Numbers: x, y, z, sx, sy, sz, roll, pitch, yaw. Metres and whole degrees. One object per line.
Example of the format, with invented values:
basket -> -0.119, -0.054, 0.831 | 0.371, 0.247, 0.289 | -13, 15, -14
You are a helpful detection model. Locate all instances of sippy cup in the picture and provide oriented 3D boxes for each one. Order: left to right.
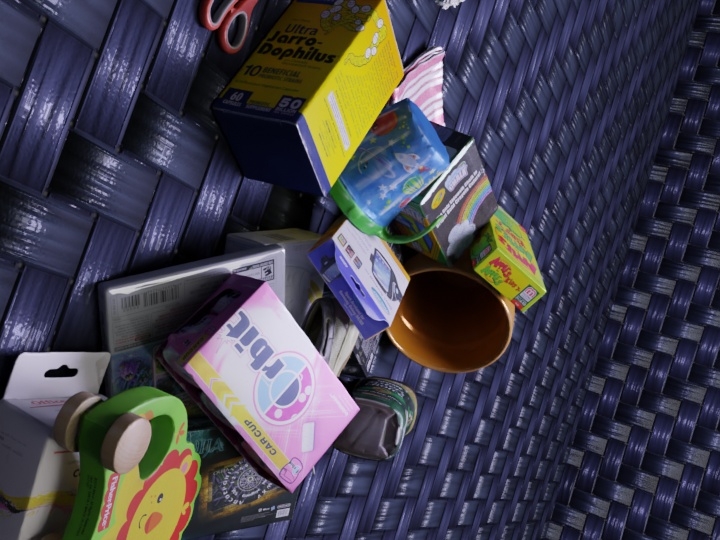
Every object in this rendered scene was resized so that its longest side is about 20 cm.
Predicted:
sippy cup -> 0.031, -0.132, 1.046 | 0.178, 0.130, 0.140 | 46, 21, -35

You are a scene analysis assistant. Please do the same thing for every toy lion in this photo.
toy lion -> -0.197, 0.196, 0.767 | 0.191, 0.068, 0.202 | -10, 117, -69

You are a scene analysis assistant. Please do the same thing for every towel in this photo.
towel -> 0.087, -0.211, 1.285 | 0.146, 0.030, 0.201 | -49, 144, -39

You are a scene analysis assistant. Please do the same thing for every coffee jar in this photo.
coffee jar -> 0.023, 0.207, 1.250 | 0.200, 0.103, 0.086 | -7, 108, -80

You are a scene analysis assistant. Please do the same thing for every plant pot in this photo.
plant pot -> 0.150, 0.026, 1.370 | 0.184, 0.199, 0.201 | -65, 155, -51

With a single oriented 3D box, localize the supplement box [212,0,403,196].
supplement box -> -0.050, -0.197, 0.944 | 0.201, 0.108, 0.110 | -60, 149, -28

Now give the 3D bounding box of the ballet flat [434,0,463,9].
ballet flat -> 0.162, -0.434, 1.296 | 0.200, 0.071, 0.072 | -38, 135, -47

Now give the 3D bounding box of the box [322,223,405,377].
box -> 0.000, 0.020, 1.184 | 0.161, 0.043, 0.201 | 65, 37, -52

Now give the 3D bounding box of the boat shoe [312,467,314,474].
boat shoe -> -0.075, 0.200, 1.146 | 0.073, 0.062, 0.202 | -3, 106, -62

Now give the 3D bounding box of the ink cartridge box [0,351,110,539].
ink cartridge box -> -0.263, 0.175, 0.760 | 0.116, 0.067, 0.201 | 8, 99, -62

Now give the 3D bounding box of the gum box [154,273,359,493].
gum box -> -0.100, 0.108, 0.864 | 0.114, 0.066, 0.201 | -48, 122, -24

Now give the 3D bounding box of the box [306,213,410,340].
box -> 0.000, 0.000, 1.019 | 0.119, 0.041, 0.200 | 56, 20, -8

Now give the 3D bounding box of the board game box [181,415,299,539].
board game box -> -0.147, 0.216, 0.925 | 0.199, 0.028, 0.136 | 1, 109, -39

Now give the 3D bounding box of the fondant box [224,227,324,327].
fondant box -> -0.106, 0.056, 1.021 | 0.144, 0.058, 0.202 | -11, 114, -61

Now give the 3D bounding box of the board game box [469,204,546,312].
board game box -> 0.208, -0.033, 1.284 | 0.048, 0.101, 0.200 | -44, -161, 21

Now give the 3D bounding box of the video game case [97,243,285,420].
video game case -> -0.164, 0.078, 0.887 | 0.199, 0.024, 0.183 | -15, 119, -36

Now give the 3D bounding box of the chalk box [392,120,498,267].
chalk box -> 0.089, -0.124, 1.201 | 0.125, 0.124, 0.200 | -50, 141, -15

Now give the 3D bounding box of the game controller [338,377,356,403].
game controller -> -0.081, 0.216, 1.063 | 0.042, 0.104, 0.200 | 39, 84, -17

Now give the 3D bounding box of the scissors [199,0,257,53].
scissors -> -0.101, -0.306, 0.894 | 0.201, 0.014, 0.073 | -60, 148, -24

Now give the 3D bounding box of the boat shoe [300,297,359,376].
boat shoe -> -0.064, 0.123, 1.008 | 0.066, 0.072, 0.202 | 19, 95, -38
